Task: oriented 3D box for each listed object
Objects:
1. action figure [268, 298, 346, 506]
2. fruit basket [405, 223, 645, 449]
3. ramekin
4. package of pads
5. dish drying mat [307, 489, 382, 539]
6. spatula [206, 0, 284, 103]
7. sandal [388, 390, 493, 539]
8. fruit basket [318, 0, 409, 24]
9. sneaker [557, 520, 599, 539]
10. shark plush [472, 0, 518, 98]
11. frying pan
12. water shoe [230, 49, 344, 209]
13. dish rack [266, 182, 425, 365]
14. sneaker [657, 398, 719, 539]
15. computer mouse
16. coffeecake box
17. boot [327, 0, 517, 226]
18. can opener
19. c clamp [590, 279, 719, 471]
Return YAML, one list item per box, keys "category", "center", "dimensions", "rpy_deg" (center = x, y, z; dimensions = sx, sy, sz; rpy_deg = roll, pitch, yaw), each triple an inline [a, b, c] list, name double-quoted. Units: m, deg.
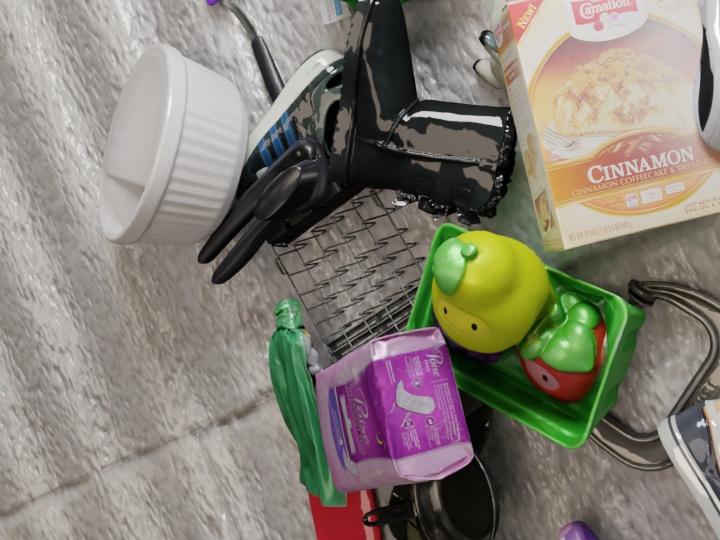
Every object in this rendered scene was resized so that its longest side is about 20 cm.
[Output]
- category: "action figure"
  center: [-0.052, 0.125, 1.080]
  dimensions: [0.118, 0.055, 0.201]
  rpy_deg: [1, 106, 61]
- category: "fruit basket"
  center: [0.119, 0.042, 0.910]
  dimensions: [0.215, 0.215, 0.156]
  rpy_deg: [22, 105, 25]
- category: "ramekin"
  center: [-0.188, -0.117, 1.094]
  dimensions: [0.202, 0.094, 0.203]
  rpy_deg: [-34, 50, 52]
- category: "package of pads"
  center: [0.021, 0.128, 0.951]
  dimensions: [0.200, 0.075, 0.121]
  rpy_deg: [142, 116, -68]
- category: "dish drying mat"
  center: [-0.023, 0.216, 1.131]
  dimensions: [0.077, 0.018, 0.201]
  rpy_deg: [-11, 90, 29]
- category: "spatula"
  center: [-0.118, -0.252, 1.121]
  dimensions: [0.056, 0.021, 0.201]
  rpy_deg: [-33, 82, 41]
- category: "sandal"
  center: [0.075, 0.185, 1.055]
  dimensions: [0.080, 0.057, 0.202]
  rpy_deg: [29, 124, 17]
- category: "fruit basket"
  center: [0.028, -0.348, 1.005]
  dimensions: [0.185, 0.094, 0.201]
  rpy_deg: [-15, 73, 29]
- category: "sneaker"
  center: [0.258, 0.296, 0.957]
  dimensions: [0.088, 0.080, 0.200]
  rpy_deg: [-43, 81, 19]
- category: "shark plush"
  center: [0.178, -0.165, 0.946]
  dimensions: [0.083, 0.091, 0.200]
  rpy_deg: [-38, 71, -4]
- category: "frying pan"
  center: [0.072, 0.230, 1.004]
  dimensions: [0.115, 0.031, 0.190]
  rpy_deg: [62, 139, 30]
- category: "water shoe"
  center: [-0.063, -0.122, 1.079]
  dimensions: [0.079, 0.071, 0.200]
  rpy_deg: [41, 114, 16]
- category: "dish rack"
  center: [0.000, 0.000, 1.072]
  dimensions: [0.153, 0.054, 0.201]
  rpy_deg: [-34, 82, 30]
- category: "sneaker"
  center: [0.331, 0.198, 0.898]
  dimensions: [0.079, 0.078, 0.201]
  rpy_deg: [-32, 86, 20]
- category: "computer mouse"
  center: [0.304, -0.190, 0.841]
  dimensions: [0.109, 0.044, 0.201]
  rpy_deg: [3, 88, -9]
- category: "coffeecake box"
  center: [0.208, -0.130, 0.888]
  dimensions: [0.153, 0.073, 0.201]
  rpy_deg: [-14, 90, -4]
- category: "boot"
  center: [0.063, -0.144, 0.970]
  dimensions: [0.162, 0.073, 0.199]
  rpy_deg: [14, 109, 14]
- category: "can opener"
  center: [-0.100, -0.057, 1.060]
  dimensions: [0.200, 0.078, 0.064]
  rpy_deg: [-39, 69, 38]
- category: "c clamp"
  center: [0.236, 0.088, 0.965]
  dimensions: [0.171, 0.027, 0.200]
  rpy_deg: [41, 114, 19]
